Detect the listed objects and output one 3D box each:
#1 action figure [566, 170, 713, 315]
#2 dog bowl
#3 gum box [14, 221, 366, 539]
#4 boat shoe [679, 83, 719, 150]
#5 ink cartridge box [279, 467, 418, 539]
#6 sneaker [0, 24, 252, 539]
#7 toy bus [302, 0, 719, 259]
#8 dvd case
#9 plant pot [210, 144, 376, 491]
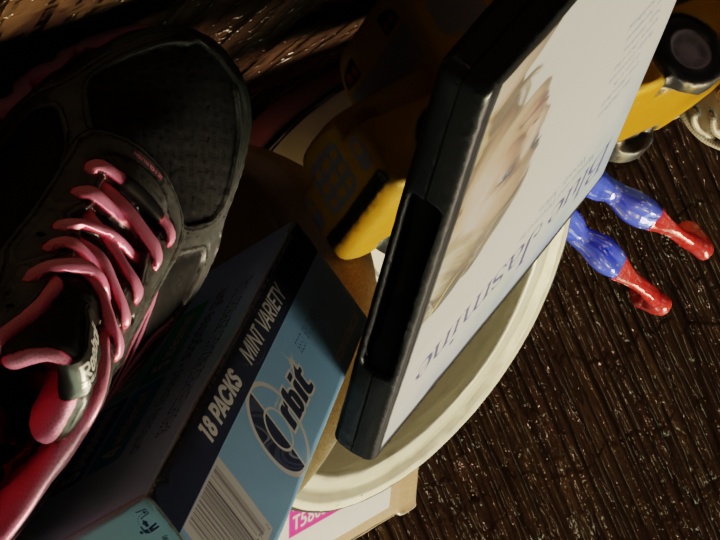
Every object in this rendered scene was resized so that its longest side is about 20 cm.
[{"bbox_3d":[0.086,-0.055,1.111,0.065,0.200,0.099,-54,-144,4],"label":"action figure"},{"bbox_3d":[0.000,0.000,0.906,0.200,0.074,0.200,-35,144,-31],"label":"dog bowl"},{"bbox_3d":[-0.102,0.081,0.619,0.200,0.045,0.170,-30,-165,22],"label":"gum box"},{"bbox_3d":[0.168,-0.075,0.873,0.072,0.076,0.200,-34,-149,28],"label":"boat shoe"},{"bbox_3d":[-0.091,0.089,1.005,0.165,0.075,0.200,15,-158,31],"label":"ink cartridge box"},{"bbox_3d":[-0.079,0.013,0.535,0.095,0.079,0.200,-11,-139,56],"label":"sneaker"},{"bbox_3d":[0.065,-0.074,0.773,0.200,0.078,0.065,-23,166,-30],"label":"toy bus"},{"bbox_3d":[0.050,-0.040,0.610,0.143,0.018,0.200,-50,167,-30],"label":"dvd case"},{"bbox_3d":[-0.091,0.028,0.767,0.200,0.200,0.027,-24,138,11],"label":"plant pot"}]
